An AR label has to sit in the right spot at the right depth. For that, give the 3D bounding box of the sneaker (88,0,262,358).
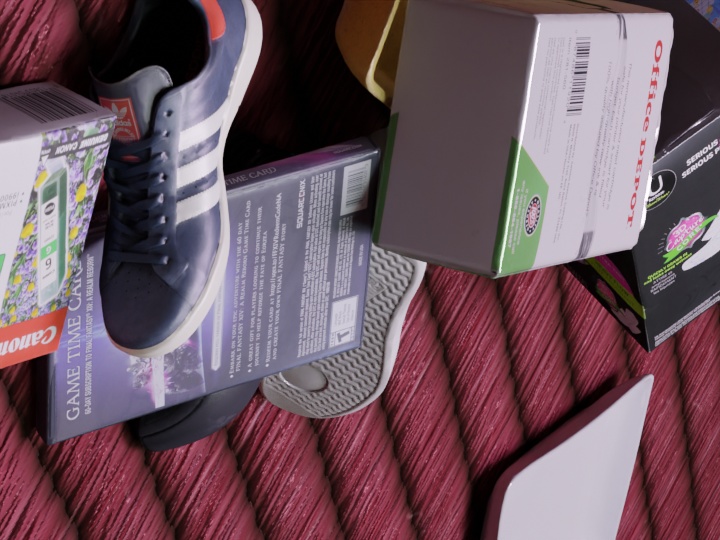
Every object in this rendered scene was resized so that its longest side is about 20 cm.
[{"bbox_3d":[-0.108,-0.059,1.460,0.084,0.075,0.200,27,67,-59],"label":"sneaker"}]

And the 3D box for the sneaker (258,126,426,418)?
[{"bbox_3d":[0.000,0.000,1.737,0.201,0.074,0.118,121,-14,-47],"label":"sneaker"}]

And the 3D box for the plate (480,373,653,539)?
[{"bbox_3d":[0.144,0.191,2.219,0.199,0.032,0.200,-34,143,-44],"label":"plate"}]

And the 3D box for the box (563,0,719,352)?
[{"bbox_3d":[0.179,-0.076,1.867,0.124,0.149,0.200,-35,148,-12],"label":"box"}]

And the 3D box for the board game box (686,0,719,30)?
[{"bbox_3d":[0.314,-0.187,2.049,0.200,0.056,0.196,-50,150,13],"label":"board game box"}]

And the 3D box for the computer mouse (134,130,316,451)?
[{"bbox_3d":[-0.076,0.017,1.645,0.200,0.046,0.140,-62,156,1],"label":"computer mouse"}]

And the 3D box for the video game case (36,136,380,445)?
[{"bbox_3d":[-0.083,0.011,1.580,0.200,0.019,0.143,-16,134,-25],"label":"video game case"}]

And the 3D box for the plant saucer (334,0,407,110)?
[{"bbox_3d":[0.053,-0.172,1.660,0.200,0.048,0.200,35,73,-63],"label":"plant saucer"}]

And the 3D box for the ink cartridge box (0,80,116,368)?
[{"bbox_3d":[-0.192,0.011,1.431,0.109,0.050,0.200,-18,130,-54],"label":"ink cartridge box"}]

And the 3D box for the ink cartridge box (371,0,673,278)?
[{"bbox_3d":[0.096,-0.082,1.643,0.200,0.084,0.146,-10,111,-63],"label":"ink cartridge box"}]
